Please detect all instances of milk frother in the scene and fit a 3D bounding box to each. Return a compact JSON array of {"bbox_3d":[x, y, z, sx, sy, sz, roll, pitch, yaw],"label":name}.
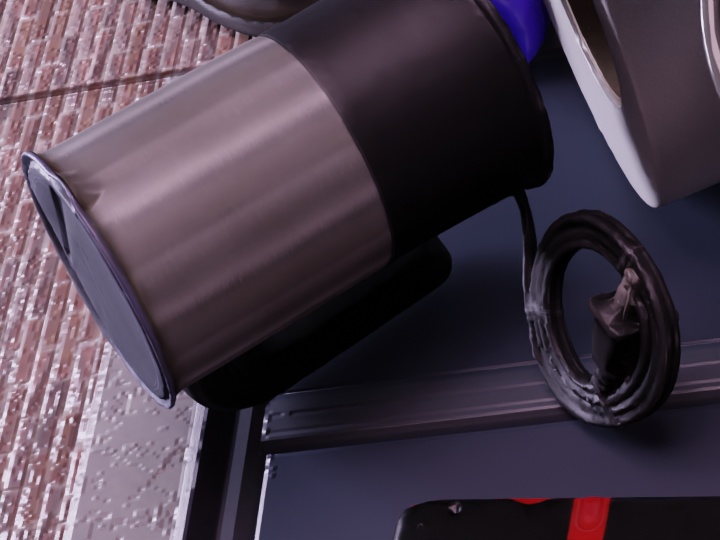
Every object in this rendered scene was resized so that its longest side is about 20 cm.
[{"bbox_3d":[0.000,0.000,0.866,0.188,0.181,0.200,-31,38,-14],"label":"milk frother"}]

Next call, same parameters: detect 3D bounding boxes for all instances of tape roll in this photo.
[{"bbox_3d":[0.151,-0.145,0.924,0.139,0.203,0.203,-23,44,2],"label":"tape roll"}]

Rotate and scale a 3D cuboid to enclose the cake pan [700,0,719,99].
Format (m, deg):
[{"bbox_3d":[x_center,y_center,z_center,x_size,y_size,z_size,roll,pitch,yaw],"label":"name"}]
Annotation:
[{"bbox_3d":[0.224,-0.099,0.776,0.200,0.037,0.201,-4,78,18],"label":"cake pan"}]

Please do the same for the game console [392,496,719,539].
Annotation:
[{"bbox_3d":[0.079,0.167,0.786,0.176,0.031,0.200,-5,47,23],"label":"game console"}]

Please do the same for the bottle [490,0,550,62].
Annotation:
[{"bbox_3d":[0.066,-0.183,1.095,0.083,0.065,0.200,-3,47,20],"label":"bottle"}]

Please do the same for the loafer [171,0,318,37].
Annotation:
[{"bbox_3d":[-0.077,-0.177,1.143,0.200,0.071,0.073,14,55,32],"label":"loafer"}]
